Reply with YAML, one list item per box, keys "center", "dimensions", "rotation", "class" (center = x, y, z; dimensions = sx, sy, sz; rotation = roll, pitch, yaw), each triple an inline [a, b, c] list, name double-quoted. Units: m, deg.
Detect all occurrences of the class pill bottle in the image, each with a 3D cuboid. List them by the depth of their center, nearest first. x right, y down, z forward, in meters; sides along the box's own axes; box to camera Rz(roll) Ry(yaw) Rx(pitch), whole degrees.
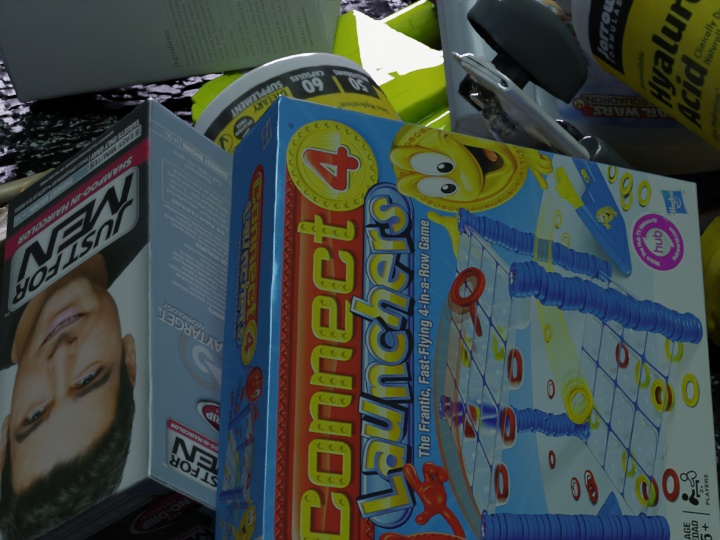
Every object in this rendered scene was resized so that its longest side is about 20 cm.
- center: [0.000, 0.000, 0.746]
  dimensions: [0.111, 0.112, 0.201]
  rotation: [-15, 54, -22]
  class: "pill bottle"
- center: [0.176, -0.130, 0.780]
  dimensions: [0.111, 0.112, 0.200]
  rotation: [-22, 46, -29]
  class: "pill bottle"

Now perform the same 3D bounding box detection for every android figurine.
- center: [-0.015, -0.095, 0.915]
  dimensions: [0.199, 0.041, 0.182]
  rotation: [-33, 41, -24]
  class: "android figurine"

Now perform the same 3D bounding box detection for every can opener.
- center: [0.118, -0.062, 0.795]
  dimensions: [0.067, 0.200, 0.053]
  rotation: [-50, 38, 1]
  class: "can opener"

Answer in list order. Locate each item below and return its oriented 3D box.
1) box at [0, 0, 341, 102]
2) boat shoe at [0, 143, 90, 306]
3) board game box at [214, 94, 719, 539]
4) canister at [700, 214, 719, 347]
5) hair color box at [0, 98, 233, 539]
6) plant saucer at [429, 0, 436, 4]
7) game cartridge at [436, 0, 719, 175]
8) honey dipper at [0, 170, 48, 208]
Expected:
- center: [-0.117, -0.186, 0.958]
  dimensions: [0.198, 0.098, 0.125]
  rotation: [-8, 34, 10]
  class: "box"
- center: [-0.168, 0.006, 0.783]
  dimensions: [0.064, 0.072, 0.200]
  rotation: [-16, 25, 36]
  class: "boat shoe"
- center: [0.045, 0.047, 0.626]
  dimensions: [0.194, 0.056, 0.201]
  rotation: [9, 67, -22]
  class: "board game box"
- center: [0.259, 0.052, 0.734]
  dimensions: [0.147, 0.087, 0.201]
  rotation: [-5, 40, -11]
  class: "canister"
- center: [-0.104, 0.034, 0.677]
  dimensions: [0.099, 0.061, 0.201]
  rotation: [-32, 45, 27]
  class: "hair color box"
- center: [0.102, -0.231, 1.111]
  dimensions: [0.199, 0.051, 0.201]
  rotation: [3, 38, -2]
  class: "plant saucer"
- center: [0.145, -0.118, 0.880]
  dimensions: [0.198, 0.042, 0.134]
  rotation: [1, 59, -12]
  class: "game cartridge"
- center: [-0.195, -0.040, 0.859]
  dimensions: [0.199, 0.038, 0.038]
  rotation: [-22, 44, -35]
  class: "honey dipper"
